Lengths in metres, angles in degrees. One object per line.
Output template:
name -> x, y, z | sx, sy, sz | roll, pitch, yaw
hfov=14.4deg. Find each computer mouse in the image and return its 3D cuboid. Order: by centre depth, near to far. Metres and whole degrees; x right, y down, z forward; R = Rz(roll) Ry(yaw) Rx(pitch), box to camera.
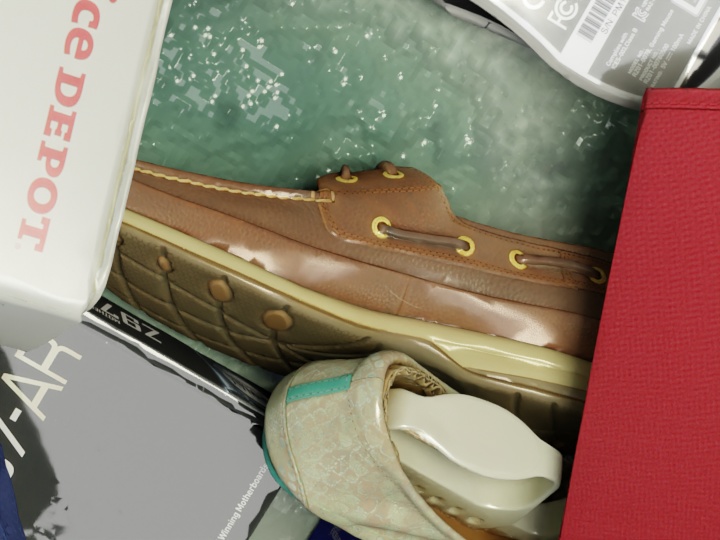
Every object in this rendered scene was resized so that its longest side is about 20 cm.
computer mouse -> 0.036, -0.117, 0.919 | 0.199, 0.044, 0.110 | 31, 92, -12

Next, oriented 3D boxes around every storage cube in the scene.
storage cube -> 0.185, 0.054, 0.874 | 0.170, 0.199, 0.181 | 16, 82, -42

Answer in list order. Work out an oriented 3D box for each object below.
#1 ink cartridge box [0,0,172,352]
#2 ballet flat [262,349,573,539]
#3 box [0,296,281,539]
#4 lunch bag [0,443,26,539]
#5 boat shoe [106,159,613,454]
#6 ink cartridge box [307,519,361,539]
ink cartridge box -> -0.163, -0.074, 0.837 | 0.199, 0.087, 0.146 | 16, 77, -15
ballet flat -> 0.054, 0.082, 0.925 | 0.199, 0.062, 0.068 | 28, 53, -36
box -> -0.135, 0.095, 0.928 | 0.160, 0.044, 0.201 | 31, 96, -13
lunch bag -> -0.183, 0.079, 0.798 | 0.135, 0.200, 0.133 | -13, 96, 35
boat shoe -> 0.000, 0.000, 0.933 | 0.199, 0.072, 0.068 | 18, 70, -11
ink cartridge box -> -0.062, 0.166, 0.942 | 0.037, 0.095, 0.201 | 33, 96, -18
